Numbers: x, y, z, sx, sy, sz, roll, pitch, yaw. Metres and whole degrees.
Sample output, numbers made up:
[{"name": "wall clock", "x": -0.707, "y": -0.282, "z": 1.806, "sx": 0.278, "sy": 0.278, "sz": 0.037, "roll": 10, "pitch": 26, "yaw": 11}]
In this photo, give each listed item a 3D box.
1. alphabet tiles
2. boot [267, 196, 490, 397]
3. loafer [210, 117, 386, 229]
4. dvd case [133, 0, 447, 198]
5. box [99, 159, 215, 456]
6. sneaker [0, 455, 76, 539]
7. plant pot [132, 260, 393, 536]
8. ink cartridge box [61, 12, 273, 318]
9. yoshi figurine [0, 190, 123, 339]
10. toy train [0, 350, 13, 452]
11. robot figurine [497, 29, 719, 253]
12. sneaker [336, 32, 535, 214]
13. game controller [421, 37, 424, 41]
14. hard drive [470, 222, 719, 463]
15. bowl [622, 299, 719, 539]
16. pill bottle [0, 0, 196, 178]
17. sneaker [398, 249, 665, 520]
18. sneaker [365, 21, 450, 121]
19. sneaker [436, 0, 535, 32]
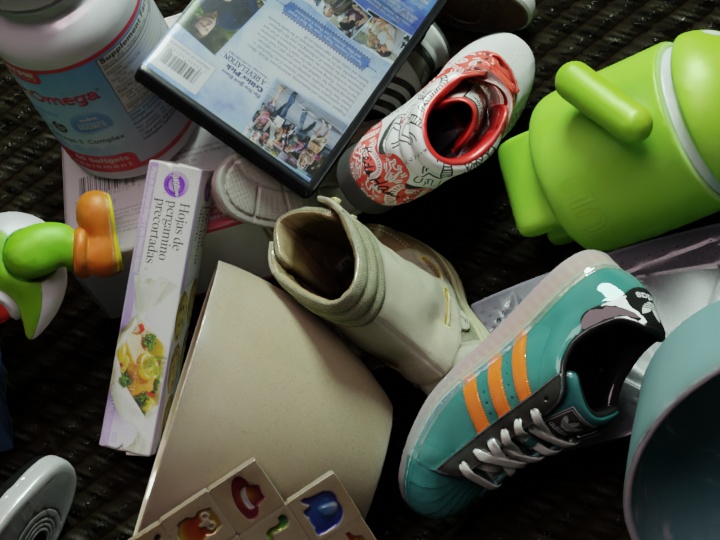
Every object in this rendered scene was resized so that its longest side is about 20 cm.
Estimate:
[{"name": "alphabet tiles", "x": -0.053, "y": 0.216, "z": 1.088, "sx": 0.167, "sy": 0.200, "sz": 0.008, "roll": -33, "pitch": 17, "yaw": -4}, {"name": "boot", "x": 0.000, "y": 0.000, "z": 1.194, "sx": 0.072, "sy": 0.155, "sz": 0.200, "roll": -47, "pitch": 37, "yaw": 9}, {"name": "loafer", "x": -0.017, "y": -0.070, "z": 1.284, "sx": 0.200, "sy": 0.063, "sz": 0.072, "roll": -16, "pitch": 94, "yaw": -25}, {"name": "dvd case", "x": -0.043, "y": -0.160, "z": 1.259, "sx": 0.143, "sy": 0.018, "sz": 0.200, "roll": 35, "pitch": 60, "yaw": -3}, {"name": "box", "x": -0.138, "y": 0.026, "z": 1.250, "sx": 0.039, "sy": 0.041, "sz": 0.201, "roll": 11, "pitch": 93, "yaw": 10}, {"name": "sneaker", "x": -0.287, "y": 0.193, "z": 1.234, "sx": 0.112, "sy": 0.073, "sz": 0.200, "roll": 23, "pitch": 69, "yaw": 27}, {"name": "plant pot", "x": -0.056, "y": 0.110, "z": 1.160, "sx": 0.134, "sy": 0.200, "sz": 0.201, "roll": 18, "pitch": 62, "yaw": -5}, {"name": "ink cartridge box", "x": -0.139, "y": -0.083, "z": 1.354, "sx": 0.146, "sy": 0.083, "sz": 0.200, "roll": -15, "pitch": 56, "yaw": 9}, {"name": "yoshi figurine", "x": -0.264, "y": -0.023, "z": 1.225, "sx": 0.199, "sy": 0.113, "sz": 0.112, "roll": -12, "pitch": 40, "yaw": -8}, {"name": "toy train", "x": -0.299, "y": 0.038, "z": 1.312, "sx": 0.086, "sy": 0.114, "sz": 0.200, "roll": -12, "pitch": 55, "yaw": -2}, {"name": "robot figurine", "x": 0.192, "y": -0.084, "z": 1.207, "sx": 0.200, "sy": 0.175, "sz": 0.116, "roll": -23, "pitch": 69, "yaw": 31}, {"name": "sneaker", "x": 0.080, "y": -0.112, "z": 1.235, "sx": 0.201, "sy": 0.067, "sz": 0.108, "roll": -39, "pitch": 8, "yaw": -35}, {"name": "game controller", "x": -0.018, "y": -0.236, "z": 1.356, "sx": 0.104, "sy": 0.042, "sz": 0.200, "roll": -14, "pitch": 67, "yaw": -3}, {"name": "hard drive", "x": 0.181, "y": 0.050, "z": 1.189, "sx": 0.200, "sy": 0.042, "sz": 0.135, "roll": -18, "pitch": 55, "yaw": 9}, {"name": "bowl", "x": 0.242, "y": 0.088, "z": 1.072, "sx": 0.200, "sy": 0.201, "sz": 0.105, "roll": -17, "pitch": 36, "yaw": 7}, {"name": "pill bottle", "x": -0.188, "y": -0.158, "z": 1.244, "sx": 0.108, "sy": 0.200, "sz": 0.109, "roll": -9, "pitch": 57, "yaw": 13}, {"name": "sneaker", "x": 0.103, "y": 0.082, "z": 1.114, "sx": 0.200, "sy": 0.071, "sz": 0.080, "roll": -51, "pitch": 41, "yaw": 8}, {"name": "sneaker", "x": -0.042, "y": -0.171, "z": 1.383, "sx": 0.200, "sy": 0.076, "sz": 0.115, "roll": 30, "pitch": 70, "yaw": 29}, {"name": "sneaker", "x": 0.051, "y": -0.244, "z": 1.396, "sx": 0.200, "sy": 0.073, "sz": 0.085, "roll": 21, "pitch": 66, "yaw": 22}]
